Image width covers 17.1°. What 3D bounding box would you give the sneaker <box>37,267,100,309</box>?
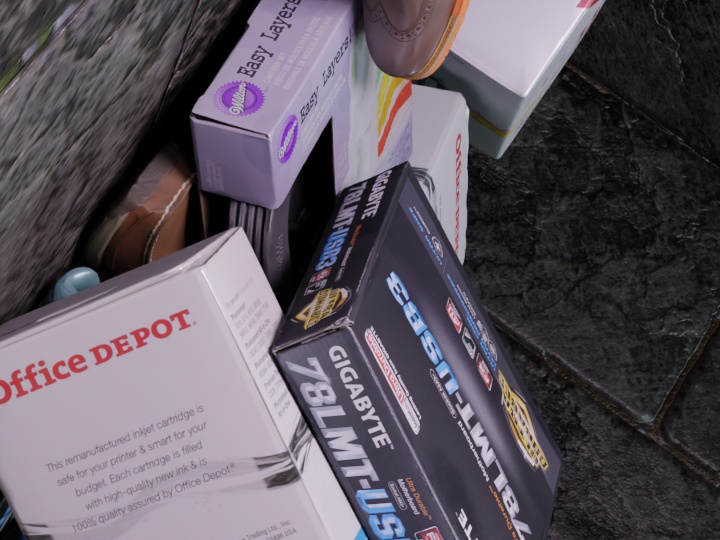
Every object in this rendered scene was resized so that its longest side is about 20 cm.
[{"bbox_3d":[-0.081,0.059,1.244,0.078,0.199,0.087,-85,-164,-53],"label":"sneaker"}]

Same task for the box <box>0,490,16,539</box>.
[{"bbox_3d":[-0.214,0.137,1.335,0.201,0.049,0.160,-57,174,20],"label":"box"}]

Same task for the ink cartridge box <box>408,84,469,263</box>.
[{"bbox_3d":[0.000,0.000,1.448,0.200,0.083,0.147,-64,161,-44],"label":"ink cartridge box"}]

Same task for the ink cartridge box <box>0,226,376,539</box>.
[{"bbox_3d":[-0.086,0.099,1.152,0.145,0.201,0.084,-21,-171,18],"label":"ink cartridge box"}]

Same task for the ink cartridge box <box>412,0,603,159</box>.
[{"bbox_3d":[0.077,-0.184,1.529,0.146,0.144,0.200,-55,177,-8],"label":"ink cartridge box"}]

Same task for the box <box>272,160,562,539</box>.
[{"bbox_3d":[0.035,0.072,1.218,0.049,0.201,0.199,-22,-162,18],"label":"box"}]

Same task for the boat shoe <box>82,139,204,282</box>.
[{"bbox_3d":[-0.104,-0.005,1.299,0.076,0.074,0.200,-54,176,-21],"label":"boat shoe"}]

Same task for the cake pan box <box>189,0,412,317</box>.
[{"bbox_3d":[-0.028,-0.070,1.283,0.185,0.052,0.200,86,25,-45],"label":"cake pan box"}]

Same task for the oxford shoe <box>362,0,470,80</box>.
[{"bbox_3d":[0.010,-0.173,1.174,0.073,0.071,0.201,-30,138,-32],"label":"oxford shoe"}]

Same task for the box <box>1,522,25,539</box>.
[{"bbox_3d":[-0.219,0.221,1.307,0.159,0.046,0.200,-58,175,36],"label":"box"}]
